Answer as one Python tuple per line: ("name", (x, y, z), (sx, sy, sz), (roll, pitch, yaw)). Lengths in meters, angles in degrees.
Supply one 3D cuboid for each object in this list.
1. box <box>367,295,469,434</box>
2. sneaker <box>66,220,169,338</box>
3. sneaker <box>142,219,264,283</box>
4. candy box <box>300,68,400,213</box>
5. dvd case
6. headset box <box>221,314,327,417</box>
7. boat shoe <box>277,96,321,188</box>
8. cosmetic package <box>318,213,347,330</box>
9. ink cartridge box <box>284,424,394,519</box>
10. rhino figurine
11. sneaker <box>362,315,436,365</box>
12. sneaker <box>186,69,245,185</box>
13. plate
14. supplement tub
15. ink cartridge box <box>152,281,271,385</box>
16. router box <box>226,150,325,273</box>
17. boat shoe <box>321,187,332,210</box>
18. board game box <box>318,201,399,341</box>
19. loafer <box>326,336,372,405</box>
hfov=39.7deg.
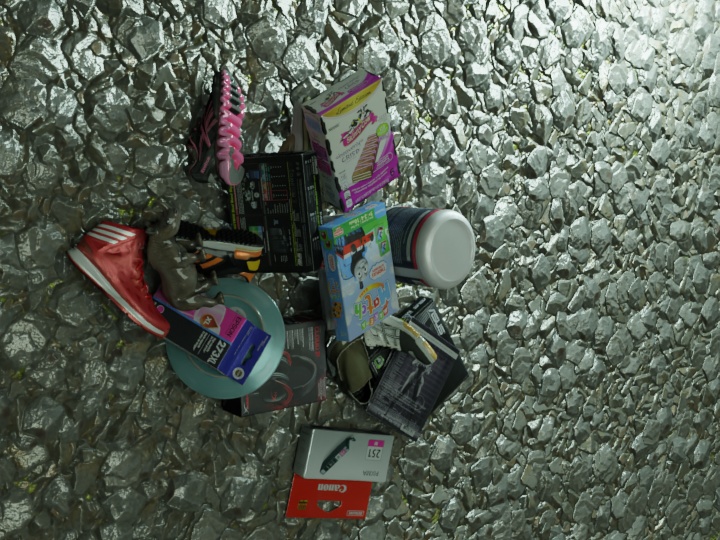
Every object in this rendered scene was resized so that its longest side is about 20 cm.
("box", (0.106, 0.187, 1.955), (0.193, 0.047, 0.201), (-38, 118, -24))
("sneaker", (-0.346, 0.005, 1.547), (0.116, 0.078, 0.200), (-48, 111, -10))
("sneaker", (-0.259, -0.023, 1.618), (0.198, 0.070, 0.091), (7, 114, -15))
("candy box", (-0.012, -0.217, 1.679), (0.136, 0.061, 0.201), (-35, 134, -22))
("dvd case", (0.099, 0.209, 1.915), (0.148, 0.016, 0.201), (35, 77, -33))
("headset box", (-0.143, 0.162, 1.746), (0.198, 0.075, 0.151), (-6, 99, -36))
("boat shoe", (-0.109, -0.203, 1.717), (0.075, 0.068, 0.202), (42, 44, -65))
("cosmetic package", (-0.036, 0.001, 1.786), (0.082, 0.051, 0.203), (-6, 91, -13))
("ink cartridge box", (-0.038, 0.386, 1.878), (0.198, 0.043, 0.176), (12, 88, -37))
("rhino figurine", (-0.283, -0.021, 1.542), (0.087, 0.060, 0.202), (-20, 120, -4))
("sneaker", (0.048, 0.122, 1.847), (0.199, 0.076, 0.088), (38, 86, 10))
("sneaker", (-0.241, -0.231, 1.619), (0.079, 0.094, 0.202), (39, 47, -63))
("plate", (-0.223, 0.109, 1.638), (0.197, 0.026, 0.203), (0, 78, -1))
("supplement tub", (0.097, -0.044, 1.813), (0.139, 0.199, 0.142), (-7, 100, -40))
("ink cartridge box", (-0.251, 0.094, 1.611), (0.199, 0.037, 0.095), (30, 78, 2))
("router box", (-0.141, -0.096, 1.661), (0.062, 0.148, 0.203), (-31, 118, -65))
("boat shoe", (-0.062, -0.144, 1.770), (0.199, 0.065, 0.073), (-33, 115, -29))
("board game box", (0.000, 0.000, 1.713), (0.151, 0.036, 0.202), (-29, 118, -47))
("loafer", (-0.008, 0.175, 1.801), (0.075, 0.070, 0.201), (-37, 147, -15))
